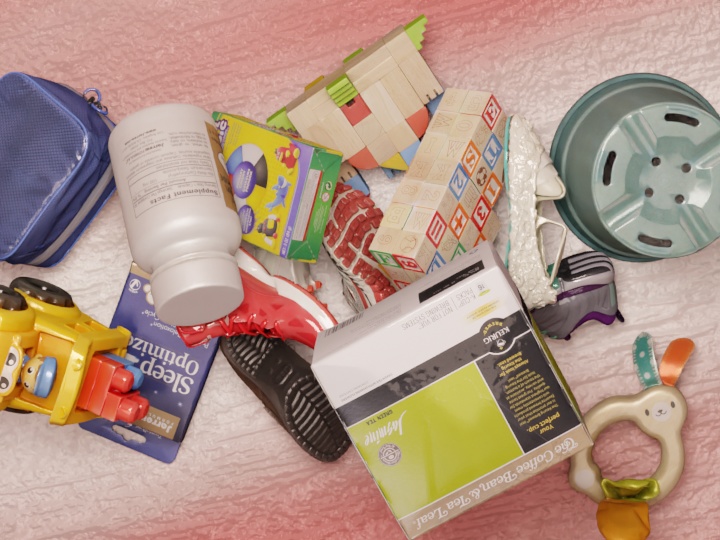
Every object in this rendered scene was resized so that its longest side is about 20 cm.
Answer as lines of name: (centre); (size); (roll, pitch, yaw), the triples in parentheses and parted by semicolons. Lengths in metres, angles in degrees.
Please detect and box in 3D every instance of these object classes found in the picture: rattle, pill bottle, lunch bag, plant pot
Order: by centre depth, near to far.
pill bottle: (-0.179, -0.054, 1.539); (0.113, 0.115, 0.202); (-18, 66, 5)
plant pot: (0.296, -0.096, 1.556); (0.198, 0.196, 0.203); (0, 98, 2)
lunch bag: (-0.336, -0.109, 1.617); (0.136, 0.132, 0.200); (42, 98, 14)
rattle: (0.294, 0.170, 1.621); (0.130, 0.143, 0.201); (34, 104, 17)

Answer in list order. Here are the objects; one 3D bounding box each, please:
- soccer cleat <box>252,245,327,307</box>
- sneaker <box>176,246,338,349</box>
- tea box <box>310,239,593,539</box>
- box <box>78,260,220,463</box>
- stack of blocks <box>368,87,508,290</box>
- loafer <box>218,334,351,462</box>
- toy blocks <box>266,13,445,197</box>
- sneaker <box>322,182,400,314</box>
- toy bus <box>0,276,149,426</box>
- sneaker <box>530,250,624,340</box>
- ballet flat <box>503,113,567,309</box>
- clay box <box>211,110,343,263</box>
soccer cleat: (-0.090, -0.028, 1.648); (0.077, 0.069, 0.203); (-9, 94, 21)
sneaker: (-0.115, 0.057, 1.576); (0.199, 0.079, 0.116); (33, 69, 27)
tea box: (0.086, 0.111, 1.471); (0.198, 0.134, 0.198); (-27, 99, 7)
box: (-0.225, 0.103, 1.686); (0.120, 0.032, 0.202); (21, 98, 0)
stack of blocks: (0.095, -0.071, 1.586); (0.058, 0.115, 0.201); (11, 66, 36)
loafer: (-0.080, 0.122, 1.668); (0.073, 0.071, 0.201); (-41, 108, -13)
toy blocks: (0.021, -0.156, 1.622); (0.199, 0.100, 0.137); (-34, 106, 7)
sneaker: (0.000, 0.000, 1.631); (0.078, 0.082, 0.201); (-37, 102, -31)
toy bus: (-0.315, 0.103, 1.585); (0.190, 0.200, 0.137); (23, 97, 15)
sneaker: (0.180, 0.049, 1.644); (0.198, 0.075, 0.088); (-15, 116, 13)
ballet flat: (0.180, -0.058, 1.577); (0.071, 0.072, 0.203); (1, 90, 2)
clay box: (-0.108, -0.091, 1.588); (0.199, 0.047, 0.116); (23, 102, 45)
